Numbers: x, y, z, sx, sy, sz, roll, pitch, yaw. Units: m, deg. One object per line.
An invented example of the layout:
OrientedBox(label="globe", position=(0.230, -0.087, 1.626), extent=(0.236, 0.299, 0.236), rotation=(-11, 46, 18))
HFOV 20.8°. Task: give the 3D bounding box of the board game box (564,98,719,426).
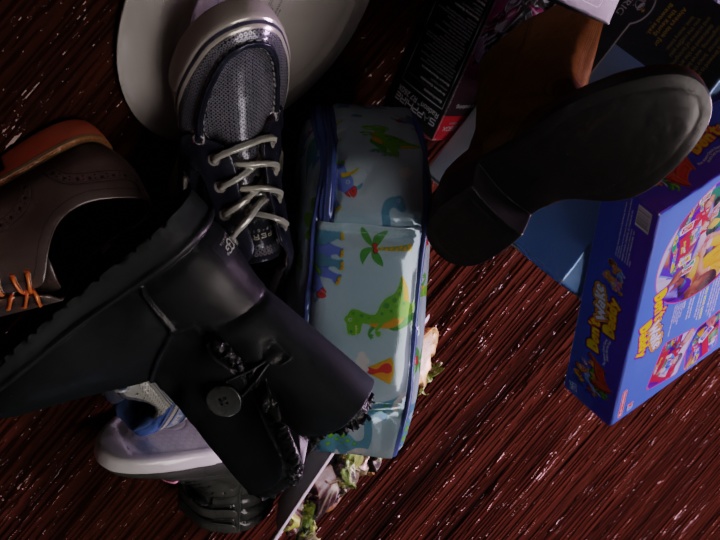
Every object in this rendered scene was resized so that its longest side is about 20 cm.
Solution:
OrientedBox(label="board game box", position=(0.202, -0.009, 1.242), extent=(0.134, 0.045, 0.201), rotation=(-31, 147, -28))

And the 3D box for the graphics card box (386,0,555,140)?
OrientedBox(label="graphics card box", position=(0.106, -0.181, 1.282), extent=(0.125, 0.051, 0.201), rotation=(-6, 127, -49))

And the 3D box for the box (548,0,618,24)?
OrientedBox(label="box", position=(0.061, -0.234, 1.065), extent=(0.199, 0.148, 0.125), rotation=(11, 106, -55))

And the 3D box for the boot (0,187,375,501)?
OrientedBox(label="boot", position=(-0.109, 0.070, 1.115), extent=(0.199, 0.168, 0.077), rotation=(-35, -166, 22))

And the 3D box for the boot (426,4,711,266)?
OrientedBox(label="boot", position=(0.130, -0.104, 1.136), extent=(0.188, 0.068, 0.201), rotation=(-38, -162, 36))

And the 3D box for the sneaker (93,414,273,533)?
OrientedBox(label="sneaker", position=(-0.109, 0.138, 1.327), extent=(0.199, 0.070, 0.100), rotation=(-9, 126, -52))

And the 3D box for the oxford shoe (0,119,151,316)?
OrientedBox(label="oxford shoe", position=(-0.203, -0.004, 1.060), extent=(0.200, 0.072, 0.071), rotation=(-39, 147, -17))

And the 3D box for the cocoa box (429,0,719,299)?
OrientedBox(label="cocoa box", position=(0.169, -0.089, 1.285), extent=(0.201, 0.131, 0.133), rotation=(-52, 150, 5))

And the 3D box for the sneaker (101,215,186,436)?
OrientedBox(label="sneaker", position=(-0.134, 0.039, 1.194), extent=(0.085, 0.077, 0.201), rotation=(-32, 143, -14))

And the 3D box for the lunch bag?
OrientedBox(label="lunch bag", position=(-0.005, 0.004, 1.209), extent=(0.081, 0.161, 0.202), rotation=(4, 110, -4))

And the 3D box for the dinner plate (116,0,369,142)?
OrientedBox(label="dinner plate", position=(-0.055, -0.155, 1.134), extent=(0.199, 0.024, 0.201), rotation=(-31, 143, -27))

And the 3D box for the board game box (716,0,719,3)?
OrientedBox(label="board game box", position=(0.285, -0.174, 1.540), extent=(0.103, 0.019, 0.201), rotation=(-33, 145, -26))

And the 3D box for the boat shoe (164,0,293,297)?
OrientedBox(label="boat shoe", position=(-0.064, -0.058, 1.119), extent=(0.074, 0.093, 0.201), rotation=(-18, 150, -18))

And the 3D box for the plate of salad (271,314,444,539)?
OrientedBox(label="plate of salad", position=(0.000, 0.119, 1.402), extent=(0.201, 0.048, 0.200), rotation=(-56, 178, -3))
